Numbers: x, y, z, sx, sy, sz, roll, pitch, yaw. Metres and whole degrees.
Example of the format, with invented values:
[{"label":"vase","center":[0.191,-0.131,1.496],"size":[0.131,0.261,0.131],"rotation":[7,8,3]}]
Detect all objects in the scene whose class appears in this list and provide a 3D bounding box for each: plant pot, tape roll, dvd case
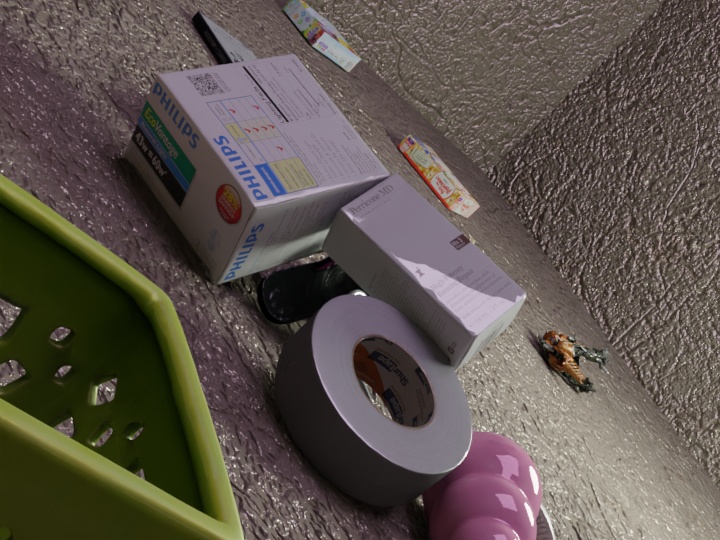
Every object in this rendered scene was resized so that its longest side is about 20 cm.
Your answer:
[{"label":"plant pot","center":[-0.194,0.080,0.603],"size":[0.199,0.181,0.200],"rotation":[37,15,-36]},{"label":"tape roll","center":[0.014,0.124,1.289],"size":[0.199,0.066,0.202],"rotation":[30,36,-24]},{"label":"dvd case","center":[-0.200,-0.346,2.270],"size":[0.150,0.025,0.201],"rotation":[32,19,-51]}]

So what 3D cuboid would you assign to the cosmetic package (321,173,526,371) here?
[{"label":"cosmetic package","center":[0.066,0.000,1.396],"size":[0.200,0.074,0.101],"rotation":[44,49,14]}]

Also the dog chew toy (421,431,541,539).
[{"label":"dog chew toy","center":[0.120,0.248,1.312],"size":[0.124,0.124,0.201],"rotation":[43,21,-16]}]

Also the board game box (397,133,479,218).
[{"label":"board game box","center":[0.185,-0.222,3.135],"size":[0.201,0.046,0.151],"rotation":[52,13,20]}]

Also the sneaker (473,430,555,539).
[{"label":"sneaker","center":[0.165,0.254,1.541],"size":[0.201,0.073,0.114],"rotation":[53,10,23]}]

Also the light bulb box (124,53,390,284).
[{"label":"light bulb box","center":[-0.113,-0.115,1.437],"size":[0.199,0.125,0.199],"rotation":[-17,60,-42]}]

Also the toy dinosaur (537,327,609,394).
[{"label":"toy dinosaur","center":[0.410,0.180,2.617],"size":[0.135,0.102,0.201],"rotation":[28,35,-13]}]

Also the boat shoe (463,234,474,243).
[{"label":"boat shoe","center":[0.087,0.051,1.628],"size":[0.062,0.203,0.073],"rotation":[13,-2,2]}]

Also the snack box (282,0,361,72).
[{"label":"snack box","center":[-0.094,-0.586,3.303],"size":[0.143,0.053,0.200],"rotation":[52,13,26]}]

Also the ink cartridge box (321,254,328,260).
[{"label":"ink cartridge box","center":[0.000,0.000,1.608],"size":[0.076,0.136,0.200],"rotation":[47,12,-3]}]

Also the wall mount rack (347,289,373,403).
[{"label":"wall mount rack","center":[0.038,0.111,1.460],"size":[0.074,0.176,0.200],"rotation":[5,-23,29]}]

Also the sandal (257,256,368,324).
[{"label":"sandal","center":[-0.019,0.010,1.461],"size":[0.199,0.048,0.076],"rotation":[-22,86,-33]}]
